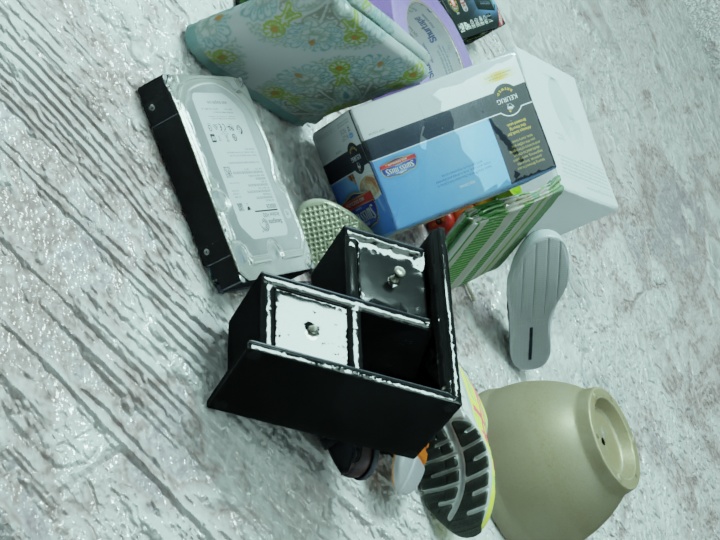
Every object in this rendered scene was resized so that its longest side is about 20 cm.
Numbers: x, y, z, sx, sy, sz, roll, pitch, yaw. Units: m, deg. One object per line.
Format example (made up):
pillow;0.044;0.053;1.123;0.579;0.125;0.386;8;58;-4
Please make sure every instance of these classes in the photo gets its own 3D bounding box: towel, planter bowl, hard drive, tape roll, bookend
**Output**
towel;-0.048;-0.216;1.476;0.200;0.170;0.049;28;51;-51
planter bowl;0.227;0.207;1.678;0.200;0.134;0.201;41;35;-38
towel;0.133;-0.032;1.652;0.023;0.153;0.199;48;37;15
hard drive;-0.120;-0.083;1.384;0.139;0.038;0.201;-10;78;-63
tape roll;0.069;-0.254;1.839;0.200;0.065;0.201;43;35;-40
bookend;-0.023;0.039;1.317;0.197;0.092;0.201;17;46;-20

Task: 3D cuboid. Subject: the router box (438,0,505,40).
router box;0.111;-0.374;2.016;0.151;0.062;0.200;63;27;-3

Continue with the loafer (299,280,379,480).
loafer;-0.035;0.099;1.375;0.063;0.072;0.201;9;53;-33

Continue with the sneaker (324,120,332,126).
sneaker;0.049;-0.126;1.657;0.199;0.084;0.076;22;51;-40

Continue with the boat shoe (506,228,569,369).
boat shoe;0.199;0.024;1.788;0.071;0.071;0.201;-101;-167;-51

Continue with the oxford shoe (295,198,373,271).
oxford shoe;0.000;0.000;1.522;0.200;0.075;0.058;40;-6;-28

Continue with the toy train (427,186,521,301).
toy train;0.141;-0.077;1.770;0.201;0.115;0.085;65;27;-1

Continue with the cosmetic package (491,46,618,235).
cosmetic package;0.224;-0.160;1.984;0.199;0.122;0.201;12;57;-59

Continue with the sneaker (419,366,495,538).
sneaker;0.105;0.177;1.544;0.090;0.078;0.201;35;41;-56

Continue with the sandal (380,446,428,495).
sandal;0.038;0.124;1.478;0.079;0.059;0.208;70;25;-53

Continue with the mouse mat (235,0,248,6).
mouse mat;-0.089;-0.307;1.658;0.161;0.007;0.201;36;40;-45

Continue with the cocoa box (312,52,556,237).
cocoa box;0.075;-0.123;1.561;0.199;0.133;0.132;-22;91;-21
